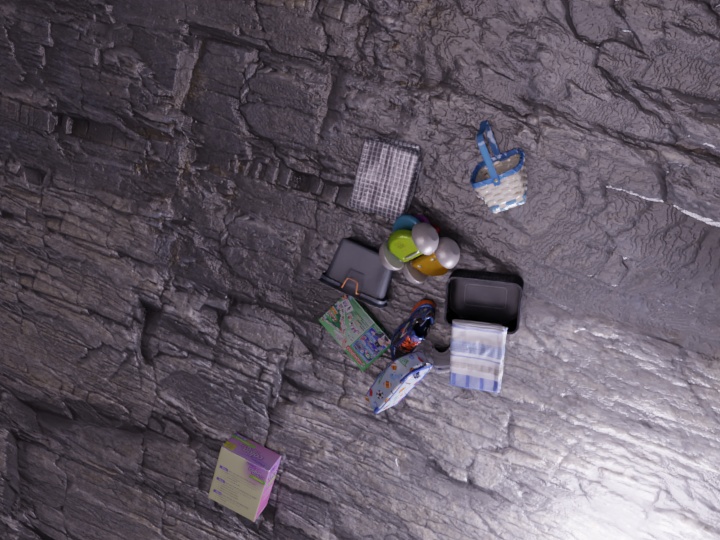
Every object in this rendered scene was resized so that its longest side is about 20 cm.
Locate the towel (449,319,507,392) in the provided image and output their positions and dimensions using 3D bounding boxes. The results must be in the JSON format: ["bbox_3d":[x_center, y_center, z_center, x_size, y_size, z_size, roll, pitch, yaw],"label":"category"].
[{"bbox_3d":[0.306,0.226,1.660,0.144,0.024,0.204,7,114,17],"label":"towel"}]

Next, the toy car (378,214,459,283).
[{"bbox_3d":[0.155,-0.072,1.649,0.198,0.153,0.174,28,142,-32],"label":"toy car"}]

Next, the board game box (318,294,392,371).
[{"bbox_3d":[-0.012,0.174,1.832,0.134,0.029,0.201,-42,88,23],"label":"board game box"}]

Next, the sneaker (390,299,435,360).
[{"bbox_3d":[0.143,0.176,1.746,0.074,0.079,0.202,23,111,-12],"label":"sneaker"}]

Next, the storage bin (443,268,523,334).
[{"bbox_3d":[0.326,0.080,1.667,0.196,0.094,0.138,6,105,15],"label":"storage bin"}]

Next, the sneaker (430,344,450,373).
[{"bbox_3d":[0.281,0.219,1.724,0.197,0.075,0.083,-21,98,22],"label":"sneaker"}]

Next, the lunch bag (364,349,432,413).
[{"bbox_3d":[0.111,0.306,1.758,0.201,0.159,0.076,-50,66,27],"label":"lunch bag"}]

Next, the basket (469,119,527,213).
[{"bbox_3d":[0.330,-0.255,1.540,0.137,0.177,0.203,-14,110,24],"label":"basket"}]

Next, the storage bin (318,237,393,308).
[{"bbox_3d":[0.000,0.000,1.736,0.197,0.145,0.137,23,99,11],"label":"storage bin"}]

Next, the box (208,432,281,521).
[{"bbox_3d":[-0.371,0.660,2.022,0.173,0.097,0.204,22,110,12],"label":"box"}]

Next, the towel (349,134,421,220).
[{"bbox_3d":[0.066,-0.246,1.675,0.162,0.086,0.204,17,108,12],"label":"towel"}]
